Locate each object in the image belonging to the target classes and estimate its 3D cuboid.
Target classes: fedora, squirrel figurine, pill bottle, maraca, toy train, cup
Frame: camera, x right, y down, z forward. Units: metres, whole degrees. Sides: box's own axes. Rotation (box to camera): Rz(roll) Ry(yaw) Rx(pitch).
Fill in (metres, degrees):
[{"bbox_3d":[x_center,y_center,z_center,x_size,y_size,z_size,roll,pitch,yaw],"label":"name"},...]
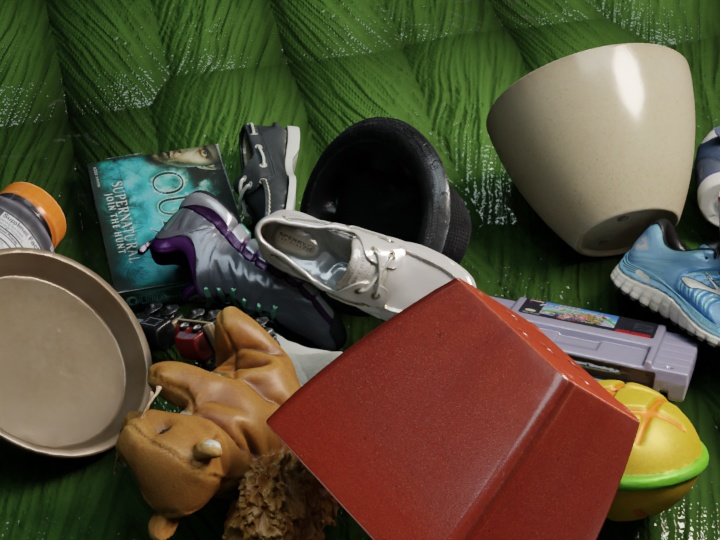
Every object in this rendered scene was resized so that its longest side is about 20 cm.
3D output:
[{"bbox_3d":[0.033,-0.043,1.699,0.091,0.201,0.201,15,27,-40],"label":"fedora"},{"bbox_3d":[-0.097,0.150,1.432,0.200,0.142,0.187,40,15,4],"label":"squirrel figurine"},{"bbox_3d":[-0.343,0.004,1.652,0.105,0.107,0.200,17,43,19],"label":"pill bottle"},{"bbox_3d":[0.193,0.139,1.501,0.136,0.108,0.200,-8,17,-32],"label":"maraca"},{"bbox_3d":[-0.137,0.056,1.590,0.046,0.034,0.199,-37,25,-32],"label":"toy train"},{"bbox_3d":[0.229,-0.099,1.728,0.198,0.201,0.144,-9,67,-10],"label":"cup"}]

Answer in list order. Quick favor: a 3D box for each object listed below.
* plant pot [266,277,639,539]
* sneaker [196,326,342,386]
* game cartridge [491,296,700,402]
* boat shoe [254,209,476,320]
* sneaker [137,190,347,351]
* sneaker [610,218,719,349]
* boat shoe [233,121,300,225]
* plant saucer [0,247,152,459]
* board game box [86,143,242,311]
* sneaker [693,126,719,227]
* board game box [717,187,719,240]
[{"bbox_3d":[0.088,0.126,1.385,0.177,0.199,0.200,-52,54,6],"label":"plant pot"},{"bbox_3d":[-0.063,0.094,1.589,0.199,0.073,0.072,16,59,37],"label":"sneaker"},{"bbox_3d":[0.190,0.063,1.601,0.198,0.039,0.130,11,19,12],"label":"game cartridge"},{"bbox_3d":[0.000,0.000,1.577,0.198,0.071,0.069,17,1,9],"label":"boat shoe"},{"bbox_3d":[-0.105,0.021,1.653,0.200,0.075,0.088,40,70,16],"label":"sneaker"},{"bbox_3d":[0.315,0.017,1.629,0.199,0.090,0.078,32,9,31],"label":"sneaker"},{"bbox_3d":[-0.092,-0.077,1.768,0.060,0.076,0.200,8,28,-7],"label":"boat shoe"},{"bbox_3d":[-0.269,0.073,1.565,0.199,0.029,0.201,20,50,-24],"label":"plant saucer"},{"bbox_3d":[-0.181,-0.044,1.765,0.134,0.028,0.201,-10,42,-11],"label":"board game box"},{"bbox_3d":[0.419,-0.088,1.777,0.198,0.081,0.147,12,36,6],"label":"sneaker"},{"bbox_3d":[0.382,-0.034,1.635,0.125,0.200,0.035,14,76,16],"label":"board game box"}]
